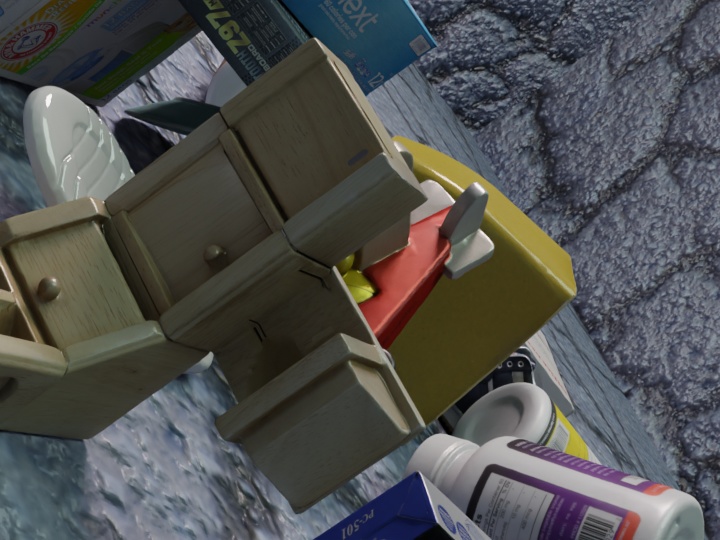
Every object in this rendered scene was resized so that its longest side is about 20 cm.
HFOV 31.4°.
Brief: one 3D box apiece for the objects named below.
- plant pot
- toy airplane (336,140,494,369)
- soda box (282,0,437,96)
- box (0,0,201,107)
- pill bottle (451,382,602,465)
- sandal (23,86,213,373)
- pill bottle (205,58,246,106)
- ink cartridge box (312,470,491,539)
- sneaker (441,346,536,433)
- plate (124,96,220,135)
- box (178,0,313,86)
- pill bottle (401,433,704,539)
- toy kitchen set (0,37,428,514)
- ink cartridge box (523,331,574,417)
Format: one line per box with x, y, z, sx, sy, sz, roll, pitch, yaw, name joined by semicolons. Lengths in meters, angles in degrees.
0.050;-0.007;1.124;0.200;0.195;0.194;48;12;-3;plant pot
0.000;0.000;0.893;0.140;0.201;0.199;29;13;15;toy airplane
-0.023;-0.196;0.827;0.068;0.064;0.200;61;10;29;soda box
-0.189;-0.187;0.813;0.102;0.112;0.200;57;10;7;box
0.179;0.211;1.217;0.200;0.112;0.112;51;12;-23;pill bottle
-0.140;-0.008;0.704;0.083;0.049;0.203;-88;158;-47;sandal
-0.080;-0.169;1.202;0.113;0.113;0.200;52;13;-16;pill bottle
0.054;0.207;0.770;0.200;0.094;0.044;46;15;-38;ink cartridge box
0.102;0.079;1.269;0.201;0.108;0.070;55;11;-3;sneaker
-0.076;-0.097;0.949;0.198;0.026;0.200;18;2;-1;plate
-0.077;-0.178;0.844;0.200;0.051;0.158;50;10;-30;box
0.128;0.182;0.899;0.199;0.112;0.111;15;-15;35;pill bottle
-0.077;0.012;0.509;0.164;0.199;0.180;59;12;20;toy kitchen set
0.176;0.097;1.583;0.147;0.082;0.200;51;12;-21;ink cartridge box
